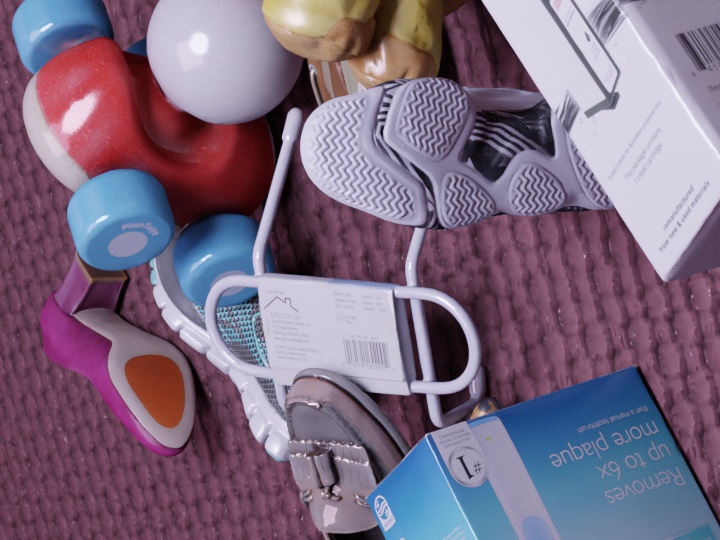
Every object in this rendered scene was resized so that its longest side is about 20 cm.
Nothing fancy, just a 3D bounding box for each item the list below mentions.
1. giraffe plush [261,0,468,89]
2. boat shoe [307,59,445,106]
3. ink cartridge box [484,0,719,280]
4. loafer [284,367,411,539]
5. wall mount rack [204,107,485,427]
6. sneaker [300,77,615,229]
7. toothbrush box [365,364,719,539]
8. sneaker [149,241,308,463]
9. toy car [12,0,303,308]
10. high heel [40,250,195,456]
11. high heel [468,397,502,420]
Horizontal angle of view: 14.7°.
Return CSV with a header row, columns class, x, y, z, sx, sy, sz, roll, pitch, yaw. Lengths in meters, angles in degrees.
class,x,y,z,sx,sy,sz,roll,pitch,yaw
giraffe plush,0.037,-0.212,1.457,0.162,0.172,0.201,-21,51,48
boat shoe,-0.011,-0.162,1.579,0.074,0.075,0.201,-9,91,51
ink cartridge box,0.157,-0.112,1.273,0.201,0.145,0.084,60,146,23
loafer,0.004,0.146,1.640,0.072,0.063,0.201,6,137,37
wall mount rack,0.000,0.000,1.622,0.199,0.074,0.175,4,111,36
sneaker,0.045,-0.059,1.441,0.115,0.199,0.076,2,93,63
toothbrush box,0.117,0.170,1.469,0.201,0.146,0.085,65,147,17
sneaker,-0.056,0.030,1.763,0.200,0.077,0.091,48,123,28
toy car,-0.085,-0.115,1.692,0.200,0.176,0.185,-38,52,26
high heel,-0.170,0.079,1.947,0.096,0.067,0.200,-65,34,34
high heel,0.039,0.180,1.596,0.071,0.142,0.201,23,122,51
